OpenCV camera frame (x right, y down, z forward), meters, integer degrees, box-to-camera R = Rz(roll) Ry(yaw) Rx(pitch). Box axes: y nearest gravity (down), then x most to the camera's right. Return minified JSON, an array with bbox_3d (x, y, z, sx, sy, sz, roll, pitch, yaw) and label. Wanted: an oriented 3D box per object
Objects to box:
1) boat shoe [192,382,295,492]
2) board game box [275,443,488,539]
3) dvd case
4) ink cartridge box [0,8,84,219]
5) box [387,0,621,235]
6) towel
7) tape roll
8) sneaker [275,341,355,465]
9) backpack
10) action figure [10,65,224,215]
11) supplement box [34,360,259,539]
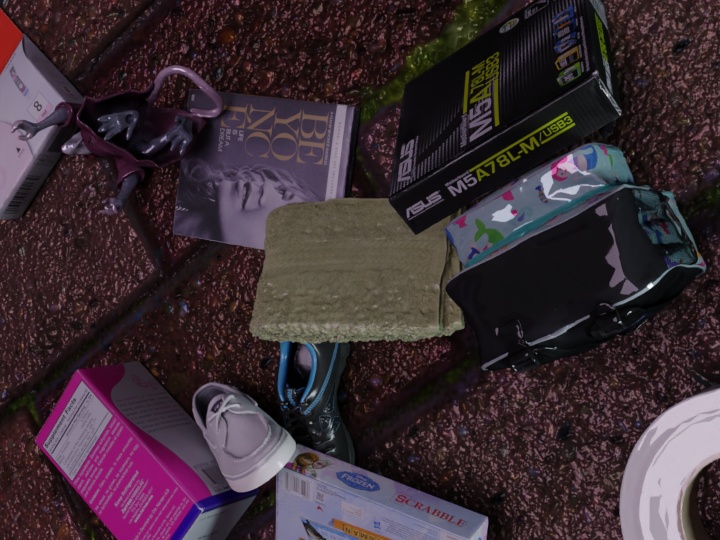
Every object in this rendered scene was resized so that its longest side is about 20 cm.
[{"bbox_3d":[-0.116,0.145,1.090,0.072,0.200,0.069,-39,106,-5],"label":"boat shoe"},{"bbox_3d":[0.013,0.280,1.062,0.198,0.041,0.202,17,118,27],"label":"board game box"},{"bbox_3d":[-0.097,-0.097,1.165,0.197,0.016,0.151,10,95,27],"label":"dvd case"},{"bbox_3d":[-0.411,-0.183,1.314,0.200,0.057,0.163,44,110,16],"label":"ink cartridge box"},{"bbox_3d":[0.115,-0.141,0.961,0.192,0.201,0.048,-28,118,25],"label":"box"},{"bbox_3d":[0.000,0.000,1.059,0.197,0.037,0.150,-3,58,16],"label":"towel"},{"bbox_3d":[0.307,0.190,0.922,0.200,0.071,0.206,1,91,27],"label":"tape roll"},{"bbox_3d":[-0.053,0.136,1.107,0.072,0.082,0.203,-3,90,26],"label":"sneaker"},{"bbox_3d":[0.171,-0.008,0.921,0.176,0.199,0.152,-29,73,29],"label":"backpack"},{"bbox_3d":[-0.253,-0.150,1.194,0.150,0.134,0.199,-52,24,-17],"label":"action figure"},{"bbox_3d":[-0.217,0.196,1.185,0.200,0.101,0.104,44,110,21],"label":"supplement box"}]
